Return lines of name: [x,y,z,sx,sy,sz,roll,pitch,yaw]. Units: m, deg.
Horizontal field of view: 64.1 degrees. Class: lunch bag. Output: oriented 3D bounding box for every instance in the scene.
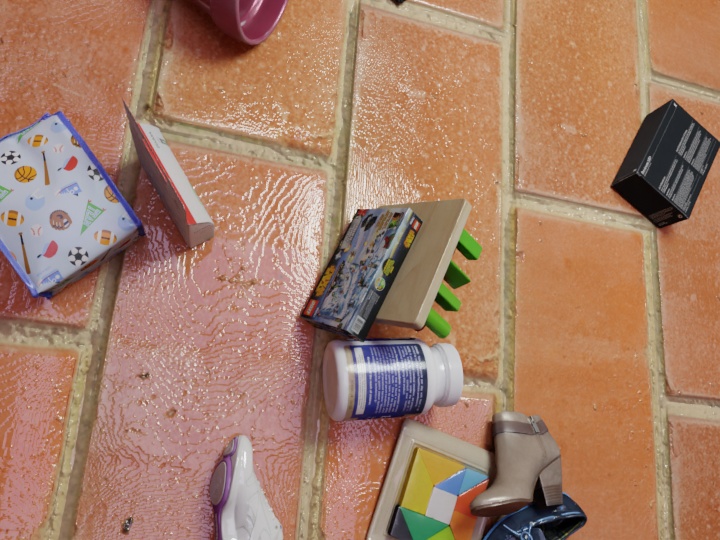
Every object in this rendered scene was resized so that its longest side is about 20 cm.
lunch bag: [-0.418,-0.091,0.778,0.169,0.123,0.202,-38,98,-20]

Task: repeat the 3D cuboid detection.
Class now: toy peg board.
toy peg board: [0.080,0.006,0.892,0.097,0.197,0.204,38,68,-33]

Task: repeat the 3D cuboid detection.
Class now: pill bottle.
pill bottle: [0.047,0.161,0.865,0.194,0.116,0.119,0,77,-16]

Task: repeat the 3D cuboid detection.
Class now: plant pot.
plant pot: [-0.217,-0.490,0.902,0.176,0.201,0.203,25,71,6]

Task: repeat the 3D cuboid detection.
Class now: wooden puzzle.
wooden puzzle: [0.119,0.356,0.885,0.181,0.037,0.204,23,72,-10]

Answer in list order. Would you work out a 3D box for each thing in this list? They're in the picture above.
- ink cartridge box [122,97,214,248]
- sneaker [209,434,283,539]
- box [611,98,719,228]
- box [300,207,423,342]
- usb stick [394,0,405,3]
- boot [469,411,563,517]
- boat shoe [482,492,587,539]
ink cartridge box: [-0.259,-0.131,0.792,0.049,0.200,0.163,-30,87,-21]
sneaker: [-0.157,0.335,0.799,0.098,0.074,0.206,8,75,-34]
box: [0.608,-0.212,1.141,0.140,0.079,0.202,38,70,-9]
box: [0.000,0.000,0.868,0.040,0.136,0.203,37,74,-32]
usb stick: [0.107,-0.593,1.099,0.055,0.033,0.203,30,71,-1]
boot: [0.236,0.298,0.903,0.195,0.070,0.149,9,54,-29]
boat shoe: [0.267,0.410,0.891,0.197,0.068,0.086,-30,111,-19]
